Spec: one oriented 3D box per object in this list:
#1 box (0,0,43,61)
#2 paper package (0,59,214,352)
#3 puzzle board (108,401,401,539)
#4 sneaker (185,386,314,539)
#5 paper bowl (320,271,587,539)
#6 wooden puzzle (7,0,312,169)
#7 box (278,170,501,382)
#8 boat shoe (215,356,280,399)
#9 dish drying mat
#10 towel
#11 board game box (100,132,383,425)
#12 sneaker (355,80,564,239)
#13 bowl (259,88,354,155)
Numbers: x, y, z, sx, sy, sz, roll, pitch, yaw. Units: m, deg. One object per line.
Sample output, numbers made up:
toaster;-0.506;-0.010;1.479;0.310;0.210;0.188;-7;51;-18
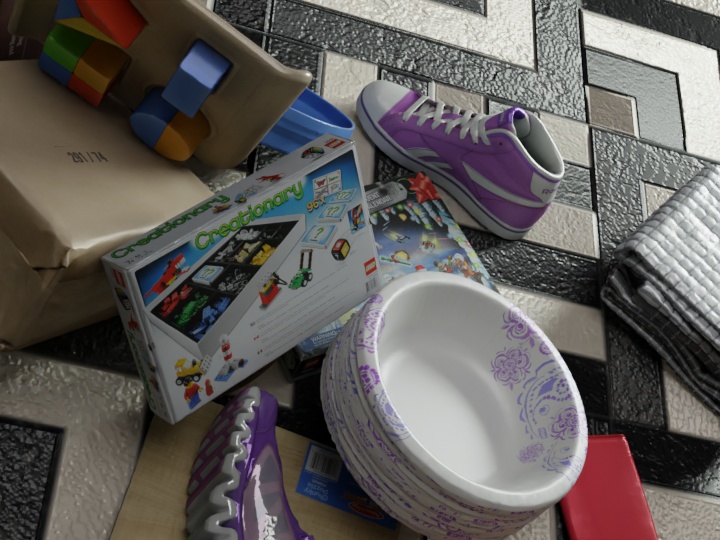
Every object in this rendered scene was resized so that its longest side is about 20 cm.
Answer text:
box;-0.280;-0.293;1.105;0.164;0.166;0.200;44;51;11
paper package;-0.228;-0.056;0.952;0.191;0.104;0.200;46;25;11
puzzle board;-0.070;0.181;0.957;0.200;0.017;0.151;22;50;-8
sneaker;-0.070;0.177;0.905;0.088;0.080;0.200;17;55;-20
paper bowl;0.061;0.109;0.991;0.200;0.104;0.201;22;45;-24
wooden puzzle;-0.151;-0.143;0.929;0.200;0.185;0.046;32;66;-11
box;0.000;0.000;1.098;0.200;0.040;0.137;-17;64;-31
boat shoe;-0.080;0.017;1.000;0.065;0.072;0.200;22;62;45
dish drying mat;0.201;0.223;1.042;0.077;0.018;0.200;1;57;-21
towel;0.324;0.026;1.192;0.200;0.086;0.166;43;53;8
board game box;-0.075;0.003;0.929;0.200;0.126;0.035;-32;36;-30
sneaker;0.094;-0.127;1.181;0.200;0.114;0.073;36;52;5
bowl;-0.100;-0.148;1.094;0.200;0.039;0.201;28;13;-7
